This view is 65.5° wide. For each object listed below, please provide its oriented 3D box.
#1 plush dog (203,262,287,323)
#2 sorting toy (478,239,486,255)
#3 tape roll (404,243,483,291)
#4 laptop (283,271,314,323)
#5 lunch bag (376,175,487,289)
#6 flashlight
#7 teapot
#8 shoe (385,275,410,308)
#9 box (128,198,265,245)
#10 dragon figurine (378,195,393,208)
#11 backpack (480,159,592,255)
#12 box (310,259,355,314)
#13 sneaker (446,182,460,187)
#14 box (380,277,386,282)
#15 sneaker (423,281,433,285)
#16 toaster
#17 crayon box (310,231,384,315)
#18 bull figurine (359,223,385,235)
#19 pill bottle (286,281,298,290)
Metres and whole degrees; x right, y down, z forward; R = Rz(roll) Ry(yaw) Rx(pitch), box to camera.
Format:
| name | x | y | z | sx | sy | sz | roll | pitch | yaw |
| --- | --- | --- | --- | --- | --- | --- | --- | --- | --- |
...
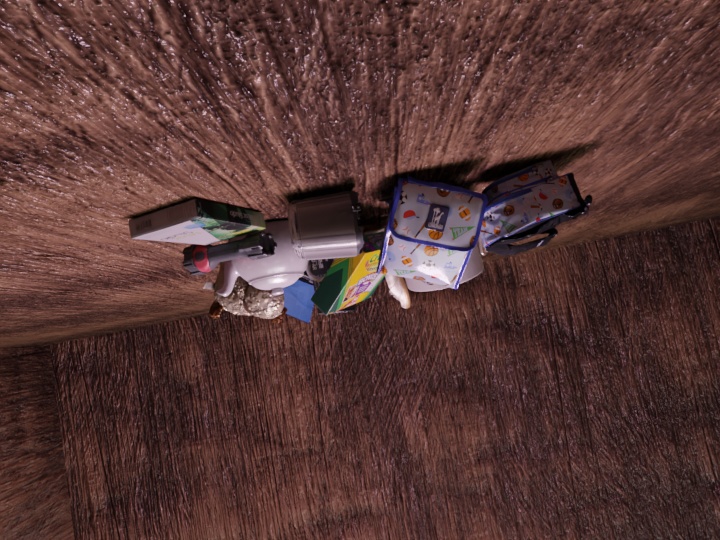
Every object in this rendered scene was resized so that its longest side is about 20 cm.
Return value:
| name | x | y | z | sx | sy | sz | roll | pitch | yaw |
| --- | --- | --- | --- | --- | --- | --- | --- | --- | --- |
| plush dog | -0.265 | 0.061 | 1.366 | 0.172 | 0.161 | 0.200 | 9 | 140 | 26 |
| sorting toy | 0.391 | -0.138 | 1.420 | 0.200 | 0.107 | 0.180 | -26 | -179 | 25 |
| tape roll | 0.196 | -0.048 | 1.412 | 0.202 | 0.139 | 0.203 | -16 | -168 | 3 |
| laptop | -0.215 | 0.043 | 1.457 | 0.187 | 0.116 | 0.200 | 21 | 174 | 11 |
| lunch bag | 0.128 | -0.074 | 1.045 | 0.170 | 0.124 | 0.200 | 12 | 133 | -2 |
| flashlight | -0.261 | -0.036 | 1.120 | 0.200 | 0.068 | 0.068 | -9 | 133 | 24 |
| teapot | -0.185 | -0.020 | 1.218 | 0.200 | 0.146 | 0.197 | -16 | 172 | 36 |
| shoe | 0.084 | 0.016 | 1.442 | 0.053 | 0.200 | 0.070 | -16 | -151 | 4 |
| box | -0.282 | -0.081 | 0.995 | 0.144 | 0.036 | 0.200 | -13 | 175 | 23 |
| dragon figurine | 0.090 | -0.101 | 1.162 | 0.059 | 0.100 | 0.200 | -12 | 174 | 11 |
| backpack | 0.319 | -0.119 | 1.107 | 0.190 | 0.154 | 0.200 | -27 | 169 | -9 |
| box | -0.076 | 0.010 | 1.439 | 0.043 | 0.200 | 0.160 | -13 | 173 | 18 |
| sneaker | 0.171 | -0.127 | 1.164 | 0.114 | 0.076 | 0.199 | -21 | 176 | 19 |
| box | 0.070 | -0.035 | 1.544 | 0.200 | 0.106 | 0.122 | -23 | -178 | -32 |
| sneaker | 0.133 | -0.028 | 1.221 | 0.087 | 0.075 | 0.200 | -50 | -165 | 0 |
| toaster | -0.062 | -0.079 | 1.038 | 0.129 | 0.114 | 0.200 | -8 | 176 | -2 |
| crayon box | 0.000 | 0.000 | 1.249 | 0.173 | 0.058 | 0.200 | -56 | 162 | 25 |
| bull figurine | 0.012 | -0.083 | 1.371 | 0.121 | 0.065 | 0.200 | 4 | 160 | -43 |
| pill bottle | -0.138 | -0.005 | 1.598 | 0.200 | 0.117 | 0.116 | -7 | 173 | -43 |
